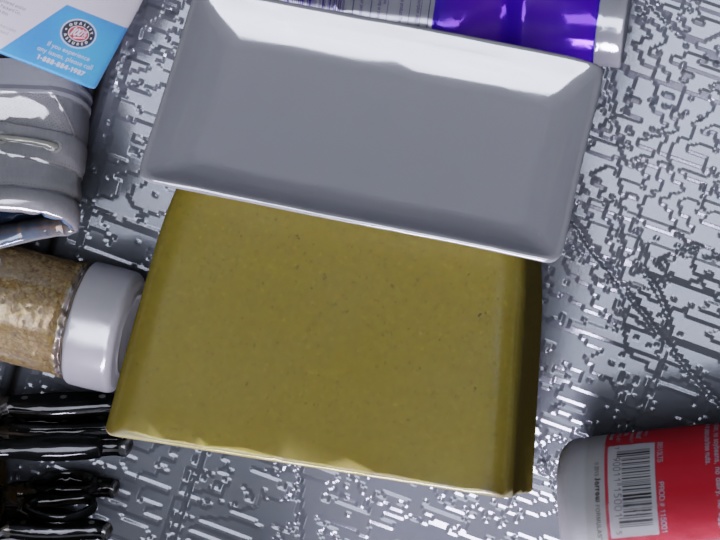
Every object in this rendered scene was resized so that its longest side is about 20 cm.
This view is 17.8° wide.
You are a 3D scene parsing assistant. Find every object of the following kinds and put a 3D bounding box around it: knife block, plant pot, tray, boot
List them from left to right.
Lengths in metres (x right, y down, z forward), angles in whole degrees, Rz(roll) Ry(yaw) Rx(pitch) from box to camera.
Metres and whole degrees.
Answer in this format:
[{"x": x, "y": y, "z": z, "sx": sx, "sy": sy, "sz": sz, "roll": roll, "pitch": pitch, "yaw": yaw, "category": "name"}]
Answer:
[{"x": -0.243, "y": -0.058, "z": 1.213, "sx": 0.199, "sy": 0.074, "sz": 0.096, "roll": -2, "pitch": 68, "yaw": 4, "category": "boot"}, {"x": -0.233, "y": 0.098, "z": 1.258, "sx": 0.200, "sy": 0.064, "sz": 0.176, "roll": 40, "pitch": 108, "yaw": -17, "category": "knife block"}, {"x": 0.000, "y": 0.000, "z": 1.150, "sx": 0.193, "sy": 0.195, "sz": 0.201, "roll": 8, "pitch": 87, "yaw": 8, "category": "plant pot"}, {"x": 0.006, "y": -0.066, "z": 1.069, "sx": 0.199, "sy": 0.022, "sz": 0.108, "roll": 12, "pitch": 65, "yaw": 8, "category": "tray"}]

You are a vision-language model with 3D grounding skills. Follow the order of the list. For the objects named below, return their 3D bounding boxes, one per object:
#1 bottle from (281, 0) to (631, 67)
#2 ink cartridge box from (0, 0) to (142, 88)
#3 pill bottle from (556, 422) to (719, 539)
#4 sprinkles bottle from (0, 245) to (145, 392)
[{"x": 0.037, "y": -0.139, "z": 1.164, "sx": 0.199, "sy": 0.065, "sz": 0.084, "roll": 8, "pitch": 72, "yaw": 8, "category": "bottle"}, {"x": -0.145, "y": -0.207, "z": 1.159, "sx": 0.116, "sy": 0.068, "sz": 0.200, "roll": 20, "pitch": 110, "yaw": -33, "category": "ink cartridge box"}, {"x": 0.207, "y": 0.133, "z": 1.182, "sx": 0.199, "sy": 0.112, "sz": 0.113, "roll": -7, "pitch": 103, "yaw": 12, "category": "pill bottle"}, {"x": -0.220, "y": 0.011, "z": 1.251, "sx": 0.199, "sy": 0.068, "sz": 0.069, "roll": 14, "pitch": 106, "yaw": 6, "category": "sprinkles bottle"}]
